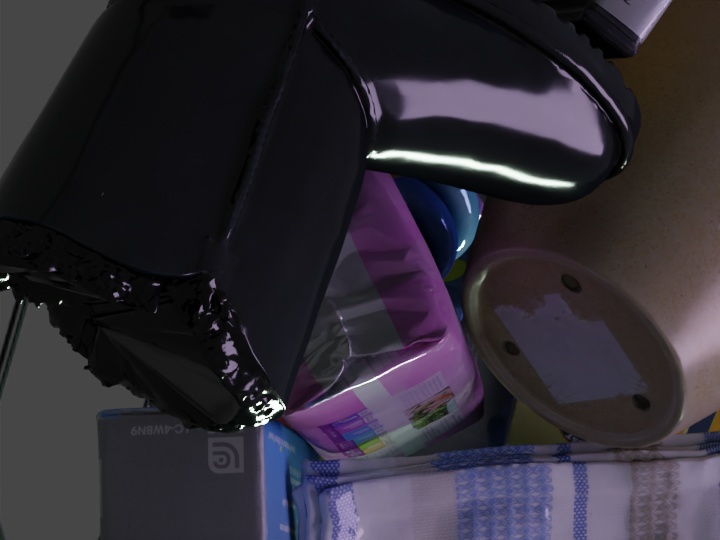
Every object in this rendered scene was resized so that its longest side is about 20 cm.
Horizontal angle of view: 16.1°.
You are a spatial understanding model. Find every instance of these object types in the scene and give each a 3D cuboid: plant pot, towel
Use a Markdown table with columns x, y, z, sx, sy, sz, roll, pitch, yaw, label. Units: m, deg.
| x | y | z | sx | sy | sz | roll | pitch | yaw | label |
| --- | --- | --- | --- | --- | --- | --- | --- | --- | --- |
| 0.128 | -0.033 | 0.948 | 0.200 | 0.187 | 0.188 | -50 | 157 | -33 | plant pot |
| 0.075 | 0.134 | 0.939 | 0.024 | 0.199 | 0.148 | -141 | -132 | -77 | towel |

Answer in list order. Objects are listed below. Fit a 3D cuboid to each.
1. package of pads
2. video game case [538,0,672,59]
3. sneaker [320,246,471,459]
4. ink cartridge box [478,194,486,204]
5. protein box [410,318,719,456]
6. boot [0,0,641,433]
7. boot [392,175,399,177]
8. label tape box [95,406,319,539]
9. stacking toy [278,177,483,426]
| x | y | z | sx | sy | sz | roll | pitch | yaw | label |
| --- | --- | --- | --- | --- | --- | --- | --- | --- | --- |
| -0.012 | 0.001 | 0.920 | 0.200 | 0.075 | 0.121 | 57 | 9 | -78 | package of pads |
| 0.109 | -0.155 | 0.927 | 0.181 | 0.025 | 0.200 | -55 | -167 | -4 | video game case |
| 0.027 | 0.042 | 1.338 | 0.083 | 0.070 | 0.201 | -21 | 124 | -76 | sneaker |
| 0.080 | -0.135 | 1.147 | 0.147 | 0.083 | 0.200 | 57 | 27 | -15 | ink cartridge box |
| 0.080 | 0.113 | 1.091 | 0.200 | 0.135 | 0.199 | -55 | -170 | 34 | protein box |
| -0.012 | -0.023 | 0.769 | 0.076 | 0.200 | 0.169 | -15 | -131 | 50 | boot |
| 0.004 | -0.118 | 0.987 | 0.200 | 0.075 | 0.108 | 92 | 7 | -57 | boot |
| -0.052 | 0.156 | 0.930 | 0.143 | 0.066 | 0.201 | 54 | 36 | -78 | label tape box |
| 0.000 | 0.000 | 1.129 | 0.086 | 0.085 | 0.200 | 94 | 20 | -47 | stacking toy |
